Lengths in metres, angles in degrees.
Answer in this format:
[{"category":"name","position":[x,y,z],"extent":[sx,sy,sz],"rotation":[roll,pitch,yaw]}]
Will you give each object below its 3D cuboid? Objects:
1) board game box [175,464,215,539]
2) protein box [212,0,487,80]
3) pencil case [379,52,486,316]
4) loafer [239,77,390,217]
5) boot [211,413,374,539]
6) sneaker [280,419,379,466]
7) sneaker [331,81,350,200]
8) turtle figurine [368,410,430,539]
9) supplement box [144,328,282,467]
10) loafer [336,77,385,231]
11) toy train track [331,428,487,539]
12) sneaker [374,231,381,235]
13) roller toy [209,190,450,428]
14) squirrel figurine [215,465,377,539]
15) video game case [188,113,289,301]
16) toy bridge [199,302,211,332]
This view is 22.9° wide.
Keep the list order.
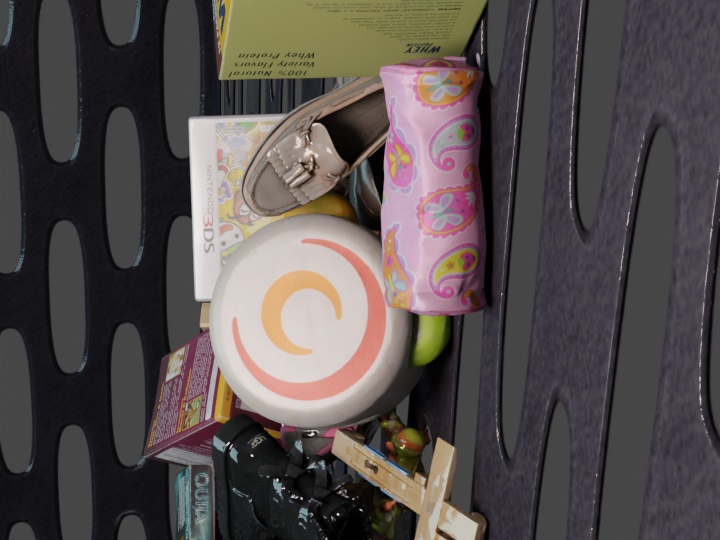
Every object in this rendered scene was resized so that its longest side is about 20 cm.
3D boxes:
[{"category":"board game box","position":[-0.164,0.297,1.765],"extent":[0.135,0.028,0.201],"rotation":[138,133,-74]},{"category":"protein box","position":[-0.010,-0.249,1.364],"extent":[0.200,0.198,0.135],"rotation":[114,152,-70]},{"category":"pencil case","position":[0.058,-0.066,1.371],"extent":[0.087,0.087,0.201],"rotation":[-156,65,-79]},{"category":"loafer","position":[-0.017,-0.117,1.512],"extent":[0.072,0.200,0.063],"rotation":[53,175,-18]},{"category":"boot","position":[-0.054,0.230,1.590],"extent":[0.162,0.073,0.199],"rotation":[32,146,35]},{"category":"sneaker","position":[-0.016,0.151,1.694],"extent":[0.200,0.079,0.096],"rotation":[-46,-39,-58]},{"category":"sneaker","position":[-0.016,-0.117,1.664],"extent":[0.076,0.070,0.201],"rotation":[-163,93,-74]},{"category":"turtle figurine","position":[0.030,0.198,1.638],"extent":[0.200,0.064,0.162],"rotation":[-89,17,-62]},{"category":"supplement box","position":[-0.133,0.125,1.758],"extent":[0.200,0.085,0.111],"rotation":[-30,47,58]},{"category":"loafer","position":[0.027,-0.135,1.597],"extent":[0.071,0.073,0.201],"rotation":[-167,69,-69]},{"category":"toy train track","position":[0.045,0.181,1.491],"extent":[0.200,0.032,0.115],"rotation":[28,111,49]},{"category":"sneaker","position":[0.000,0.000,1.679],"extent":[0.073,0.077,0.201],"rotation":[161,118,-66]},{"category":"roller toy","position":[-0.033,0.045,1.564],"extent":[0.200,0.182,0.140],"rotation":[44,-174,13]},{"category":"squirrel figurine","position":[-0.081,0.283,1.792],"extent":[0.200,0.186,0.142],"rotation":[-26,-67,-66]},{"category":"video game case","position":[-0.067,-0.063,1.745],"extent":[0.023,0.199,0.183],"rotation":[-52,-40,-85]},{"category":"toy bridge","position":[-0.061,0.054,1.761],"extent":[0.067,0.199,0.027],"rotation":[62,-149,-70]}]
